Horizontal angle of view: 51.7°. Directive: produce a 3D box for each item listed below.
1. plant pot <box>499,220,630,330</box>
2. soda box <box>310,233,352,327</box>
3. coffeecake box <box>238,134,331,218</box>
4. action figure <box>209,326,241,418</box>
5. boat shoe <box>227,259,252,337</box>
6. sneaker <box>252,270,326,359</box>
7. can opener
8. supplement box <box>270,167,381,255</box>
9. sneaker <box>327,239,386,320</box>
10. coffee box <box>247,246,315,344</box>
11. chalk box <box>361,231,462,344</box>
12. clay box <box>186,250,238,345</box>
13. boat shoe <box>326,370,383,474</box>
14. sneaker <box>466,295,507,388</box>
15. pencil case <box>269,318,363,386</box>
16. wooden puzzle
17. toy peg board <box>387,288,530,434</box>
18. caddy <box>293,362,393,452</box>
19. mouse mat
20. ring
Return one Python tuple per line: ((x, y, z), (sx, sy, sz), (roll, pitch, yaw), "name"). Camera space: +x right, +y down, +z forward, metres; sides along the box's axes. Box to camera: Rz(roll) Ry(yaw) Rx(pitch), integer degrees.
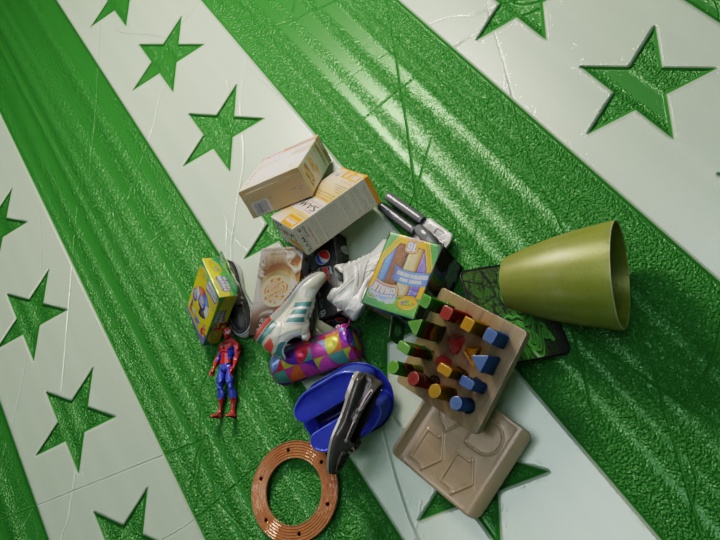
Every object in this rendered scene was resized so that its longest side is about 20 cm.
((0.354, 0.016, 1.304), (0.200, 0.187, 0.187), (-5, 69, 28), "plant pot")
((-0.059, 0.015, 1.580), (0.063, 0.071, 0.200), (-19, 63, 21), "soda box")
((-0.164, -0.212, 1.656), (0.153, 0.073, 0.200), (-20, 24, 21), "coffeecake box")
((-0.297, 0.222, 1.637), (0.065, 0.052, 0.200), (-10, 68, 29), "action figure")
((-0.293, 0.061, 1.693), (0.069, 0.057, 0.200), (-29, 61, 15), "boat shoe")
((-0.122, 0.094, 1.511), (0.093, 0.070, 0.200), (42, 79, 5), "sneaker")
((0.111, -0.103, 1.546), (0.053, 0.066, 0.200), (-51, 52, 2), "can opener")
((-0.075, -0.130, 1.580), (0.200, 0.074, 0.126), (-37, 30, -14), "supplement box")
((0.000, 0.000, 1.513), (0.099, 0.078, 0.200), (30, 57, 4), "sneaker")
((-0.163, 0.055, 1.614), (0.114, 0.080, 0.200), (-3, 70, 25), "coffee box")
((0.094, 0.046, 1.459), (0.124, 0.125, 0.200), (18, 79, 31), "chalk box")
((-0.330, 0.061, 1.654), (0.115, 0.048, 0.200), (58, 140, 31), "clay box")
((-0.011, 0.285, 1.361), (0.057, 0.067, 0.200), (17, 92, 19), "boat shoe")
((0.216, 0.133, 1.395), (0.080, 0.071, 0.200), (-16, 66, 17), "sneaker")
((-0.090, 0.171, 1.532), (0.200, 0.088, 0.088), (-23, 62, 18), "pencil case")
((0.184, 0.317, 1.355), (0.200, 0.046, 0.185), (34, 94, 28), "wooden puzzle")
((0.156, 0.150, 1.311), (0.199, 0.098, 0.200), (30, 96, 41), "toy peg board")
((-0.032, 0.268, 1.456), (0.200, 0.105, 0.141), (-32, 84, 13), "caddy")
((0.283, 0.075, 1.371), (0.161, 0.008, 0.200), (-9, 64, -11), "mouse mat")
((-0.131, 0.443, 1.489), (0.200, 0.019, 0.201), (-10, 66, 25), "ring")
